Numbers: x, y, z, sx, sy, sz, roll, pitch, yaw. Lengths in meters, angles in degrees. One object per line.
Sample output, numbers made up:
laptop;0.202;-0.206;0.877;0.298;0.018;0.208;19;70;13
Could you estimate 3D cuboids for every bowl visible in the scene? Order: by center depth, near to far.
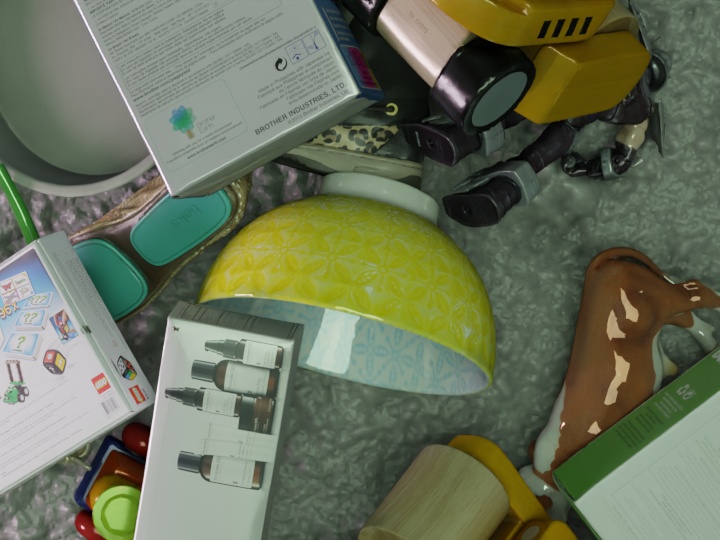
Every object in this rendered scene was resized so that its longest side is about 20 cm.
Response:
bowl;0.000;0.000;1.628;0.199;0.200;0.108;15;76;-4

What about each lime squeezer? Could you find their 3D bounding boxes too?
lime squeezer;-0.217;0.029;1.657;0.070;0.038;0.201;21;116;25

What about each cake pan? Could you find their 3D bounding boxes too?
cake pan;-0.178;-0.147;1.627;0.200;0.037;0.201;0;90;24

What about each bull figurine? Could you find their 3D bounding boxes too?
bull figurine;0.179;0.086;1.698;0.121;0.065;0.201;10;103;-11

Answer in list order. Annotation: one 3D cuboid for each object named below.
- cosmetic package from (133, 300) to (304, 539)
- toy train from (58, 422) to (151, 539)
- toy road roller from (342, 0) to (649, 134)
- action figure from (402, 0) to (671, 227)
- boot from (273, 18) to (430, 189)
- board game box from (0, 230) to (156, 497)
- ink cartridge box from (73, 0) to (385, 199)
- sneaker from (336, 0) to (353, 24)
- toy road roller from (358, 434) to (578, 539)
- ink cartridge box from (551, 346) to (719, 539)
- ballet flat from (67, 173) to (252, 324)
cosmetic package;-0.093;0.126;1.572;0.082;0.051;0.201;10;103;5
toy train;-0.162;0.148;1.663;0.200;0.116;0.085;29;95;-6
toy road roller;0.102;-0.177;1.507;0.123;0.200;0.146;48;123;22
action figure;0.131;-0.106;1.650;0.200;0.069;0.130;-29;106;-28
boot;-0.038;-0.145;1.655;0.199;0.073;0.151;16;91;4
board game box;-0.238;0.076;1.636;0.200;0.035;0.126;-31;87;30
ink cartridge box;-0.092;-0.162;1.531;0.136;0.076;0.200;-28;87;10
sneaker;-0.001;-0.221;1.587;0.088;0.074;0.201;21;91;20
toy road roller;0.107;0.209;1.627;0.200;0.146;0.123;53;58;-22
ink cartridge box;0.238;0.120;1.652;0.200;0.059;0.104;-37;109;1
ballet flat;-0.141;-0.019;1.661;0.200;0.065;0.071;-29;105;32
